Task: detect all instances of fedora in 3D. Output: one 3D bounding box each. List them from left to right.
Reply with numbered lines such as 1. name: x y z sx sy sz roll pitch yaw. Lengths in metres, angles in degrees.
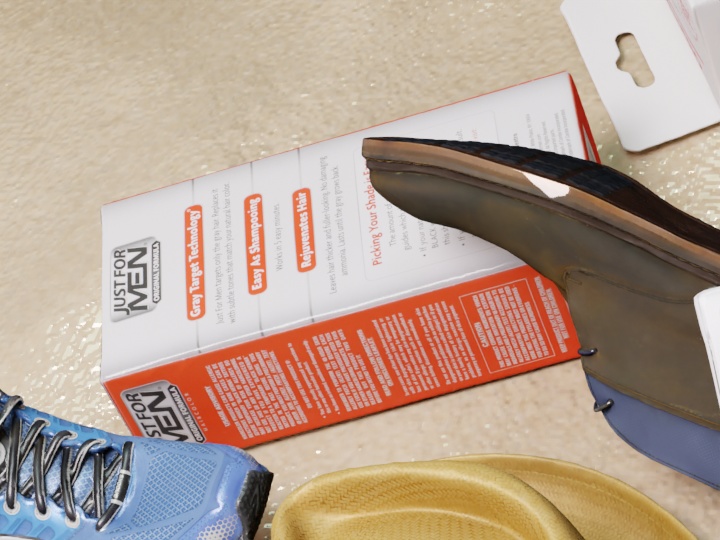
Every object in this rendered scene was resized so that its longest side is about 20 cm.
1. fedora: 0.026 0.120 0.824 0.200 0.082 0.201 -13 44 13

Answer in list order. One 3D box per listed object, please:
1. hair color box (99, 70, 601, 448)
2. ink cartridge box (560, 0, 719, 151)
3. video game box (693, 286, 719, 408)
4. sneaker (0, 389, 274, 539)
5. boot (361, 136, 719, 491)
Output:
1. hair color box: 0.000 0.000 0.968 0.199 0.061 0.102 -15 44 9
2. ink cartridge box: 0.180 -0.139 1.014 0.199 0.068 0.115 -22 43 4
3. video game box: 0.218 0.075 0.741 0.199 0.047 0.183 -13 79 13
4. sneaker: -0.123 0.086 0.904 0.199 0.089 0.079 -7 47 31
5. boot: 0.084 0.015 0.862 0.199 0.097 0.075 17 12 17
